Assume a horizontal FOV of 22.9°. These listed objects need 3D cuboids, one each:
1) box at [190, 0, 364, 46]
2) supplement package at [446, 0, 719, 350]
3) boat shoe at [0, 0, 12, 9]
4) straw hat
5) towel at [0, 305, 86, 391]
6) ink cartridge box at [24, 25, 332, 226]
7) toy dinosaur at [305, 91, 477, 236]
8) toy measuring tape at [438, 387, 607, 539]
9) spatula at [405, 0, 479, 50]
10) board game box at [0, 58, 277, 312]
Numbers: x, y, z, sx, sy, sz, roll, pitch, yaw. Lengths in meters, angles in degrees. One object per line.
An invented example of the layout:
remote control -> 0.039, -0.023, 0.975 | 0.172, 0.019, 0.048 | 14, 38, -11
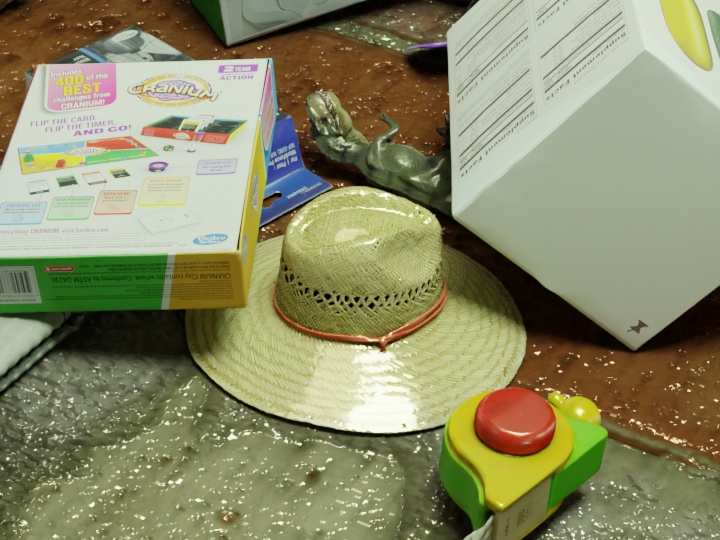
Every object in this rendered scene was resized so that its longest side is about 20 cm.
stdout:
box -> -0.064, -0.277, 1.343 | 0.176, 0.097, 0.200 | -20, 43, -15
supplement package -> 0.156, -0.094, 1.053 | 0.152, 0.151, 0.200 | 35, 31, -23
boat shoe -> -0.280, -0.203, 1.261 | 0.201, 0.073, 0.063 | -29, 56, -32
straw hat -> 0.000, 0.000, 1.014 | 0.201, 0.085, 0.201 | 3, 37, -2
towel -> -0.286, 0.038, 0.977 | 0.192, 0.035, 0.200 | 22, 41, 21
ink cartridge box -> -0.120, -0.093, 1.161 | 0.200, 0.039, 0.099 | 32, 45, 30
toy dinosaur -> 0.058, -0.064, 1.141 | 0.200, 0.047, 0.088 | 31, 48, 24
toy measuring tape -> 0.049, 0.111, 0.892 | 0.074, 0.074, 0.200 | 32, 45, 31
spatula -> 0.080, -0.175, 1.203 | 0.056, 0.200, 0.021 | -9, 81, -16
board game box -> -0.132, -0.054, 1.041 | 0.153, 0.040, 0.200 | -1, 38, 5
